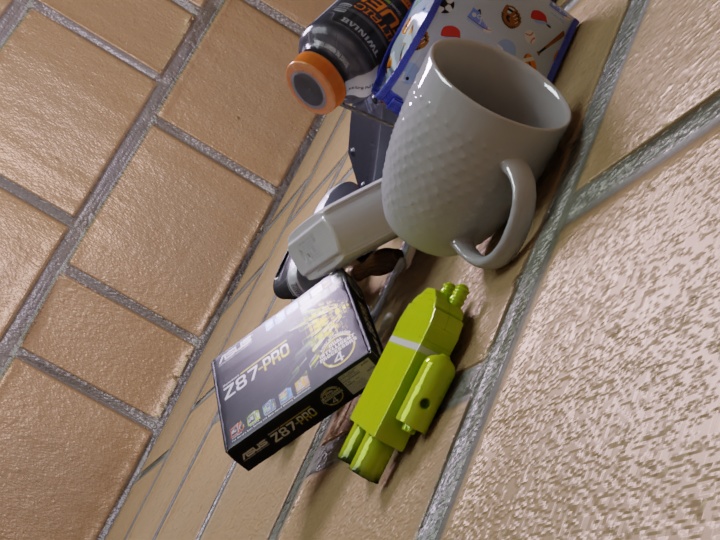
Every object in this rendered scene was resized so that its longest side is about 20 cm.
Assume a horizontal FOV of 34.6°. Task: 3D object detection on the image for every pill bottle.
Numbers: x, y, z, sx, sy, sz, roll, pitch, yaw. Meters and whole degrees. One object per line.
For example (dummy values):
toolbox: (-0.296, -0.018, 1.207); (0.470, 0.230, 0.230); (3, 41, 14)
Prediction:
pill bottle: (0.000, -0.264, 1.332); (0.200, 0.106, 0.106); (-48, 3, -30)

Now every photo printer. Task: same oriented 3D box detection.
photo printer: (0.024, -0.068, 1.377); (0.199, 0.070, 0.166); (-28, -1, -21)

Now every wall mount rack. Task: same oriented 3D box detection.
wall mount rack: (-0.015, 0.071, 1.398); (0.173, 0.075, 0.201); (-20, 29, 22)

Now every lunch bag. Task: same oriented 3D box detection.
lunch bag: (0.118, -0.225, 1.266); (0.124, 0.169, 0.201); (-29, 34, 63)

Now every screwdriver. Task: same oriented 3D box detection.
screwdriver: (0.050, -0.169, 1.365); (0.029, 0.199, 0.028); (-45, 25, 51)

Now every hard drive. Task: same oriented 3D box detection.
hard drive: (0.020, -0.184, 1.467); (0.201, 0.042, 0.136); (98, 162, -48)

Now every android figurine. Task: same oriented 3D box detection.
android figurine: (0.044, 0.099, 1.083); (0.201, 0.041, 0.182); (-62, 9, -6)

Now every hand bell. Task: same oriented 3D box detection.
hand bell: (0.000, 0.000, 1.499); (0.200, 0.104, 0.105); (-26, 34, 59)

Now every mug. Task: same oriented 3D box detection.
mug: (0.105, -0.090, 1.088); (0.176, 0.147, 0.201); (-63, 37, 33)

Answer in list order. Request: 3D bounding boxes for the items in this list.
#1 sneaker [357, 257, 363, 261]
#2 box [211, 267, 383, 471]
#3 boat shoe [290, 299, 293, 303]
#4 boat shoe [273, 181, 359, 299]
sneaker: (-0.046, -0.033, 1.681); (0.072, 0.083, 0.200); (-55, -12, 18)
box: (-0.071, 0.109, 1.298); (0.199, 0.049, 0.162); (-35, 34, 11)
boat shoe: (-0.058, 0.055, 1.686); (0.071, 0.076, 0.200); (-30, 19, 10)
boat shoe: (-0.056, -0.036, 1.497); (0.066, 0.070, 0.201); (-16, 38, 42)
